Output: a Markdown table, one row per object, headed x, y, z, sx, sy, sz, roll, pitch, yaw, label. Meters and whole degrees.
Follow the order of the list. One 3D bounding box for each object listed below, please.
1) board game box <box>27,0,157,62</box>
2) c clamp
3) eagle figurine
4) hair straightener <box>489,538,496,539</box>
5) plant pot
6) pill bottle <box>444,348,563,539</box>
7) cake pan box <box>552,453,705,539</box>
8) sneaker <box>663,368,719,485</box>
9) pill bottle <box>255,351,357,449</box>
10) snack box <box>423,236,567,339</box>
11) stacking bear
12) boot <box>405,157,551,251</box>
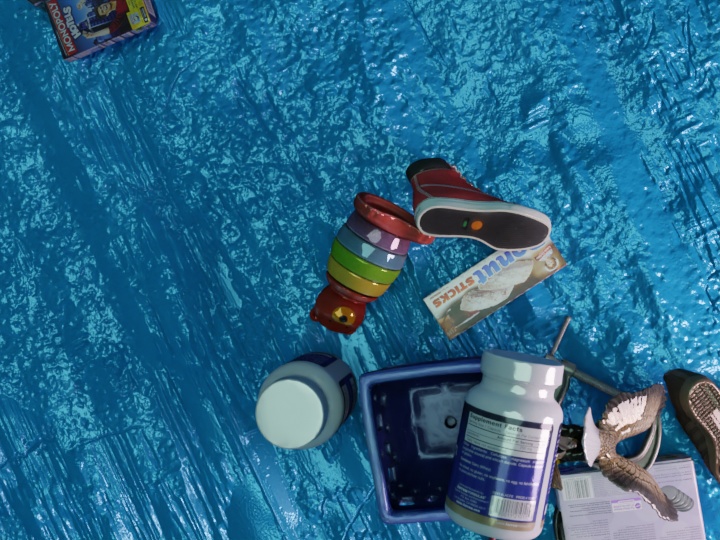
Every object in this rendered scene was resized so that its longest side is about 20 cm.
| x | y | z | sx | sy | sz | roll | pitch | yaw | label |
| --- | --- | --- | --- | --- | --- | --- | --- | --- | --- |
| -0.431 | -0.427 | 1.215 | 0.200 | 0.062 | 0.200 | -20 | 87 | 9 | board game box |
| 0.331 | 0.184 | 1.095 | 0.200 | 0.027 | 0.171 | 32 | 80 | 11 | c clamp |
| 0.317 | 0.223 | 0.995 | 0.200 | 0.151 | 0.152 | 5 | 116 | -6 | eagle figurine |
| 0.231 | 0.450 | 1.129 | 0.077 | 0.041 | 0.200 | -7 | 89 | 8 | hair straightener |
| 0.117 | 0.216 | 1.076 | 0.200 | 0.180 | 0.200 | -8 | 89 | 7 | plant pot |
| 0.171 | 0.198 | 0.920 | 0.116 | 0.116 | 0.200 | 11 | 91 | 8 | pill bottle |
| 0.373 | 0.360 | 1.104 | 0.200 | 0.052 | 0.184 | -11 | 86 | 8 | cake pan box |
| 0.480 | 0.214 | 1.086 | 0.070 | 0.076 | 0.200 | -30 | 108 | -3 | sneaker |
| -0.076 | 0.181 | 1.093 | 0.120 | 0.200 | 0.120 | 0 | 90 | 9 | pill bottle |
| 0.193 | 0.017 | 1.142 | 0.200 | 0.024 | 0.072 | -34 | 83 | 7 | snack box |
| 0.000 | 0.000 | 1.130 | 0.121 | 0.114 | 0.200 | 23 | 105 | -19 | stacking bear |
| 0.165 | -0.103 | 1.115 | 0.200 | 0.144 | 0.072 | 10 | 129 | -14 | boot |
